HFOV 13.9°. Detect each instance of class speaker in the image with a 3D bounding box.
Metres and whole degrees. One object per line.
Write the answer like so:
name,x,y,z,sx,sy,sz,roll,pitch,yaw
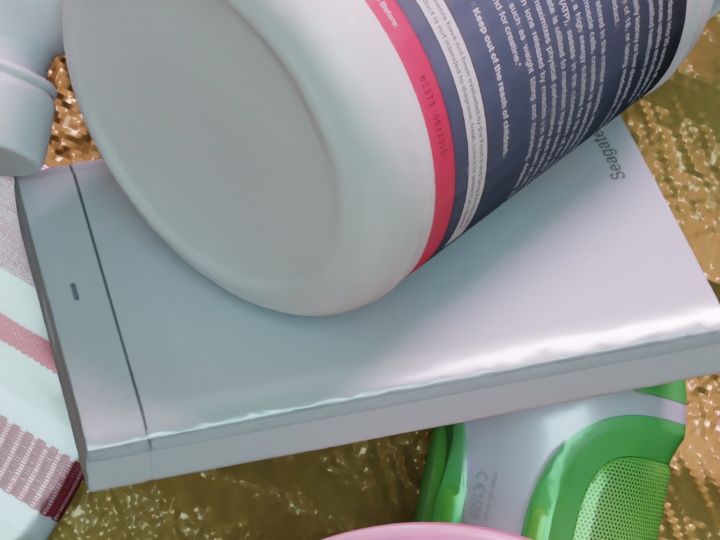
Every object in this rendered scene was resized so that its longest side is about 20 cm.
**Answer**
speaker,0.050,0.118,0.958,0.088,0.088,0.201,13,87,-5

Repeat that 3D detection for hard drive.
hard drive,0.000,0.000,0.930,0.199,0.132,0.027,-10,132,-11

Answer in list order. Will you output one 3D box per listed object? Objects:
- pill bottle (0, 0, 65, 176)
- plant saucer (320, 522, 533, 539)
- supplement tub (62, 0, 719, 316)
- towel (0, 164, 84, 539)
pill bottle,-0.124,-0.136,0.929,0.112,0.112,0.201,11,81,-5
plant saucer,0.022,0.175,0.886,0.200,0.051,0.201,0,90,8
supplement tub,0.020,-0.090,0.905,0.200,0.140,0.141,-36,92,-34
towel,-0.162,0.047,0.971,0.144,0.023,0.200,31,86,-4
